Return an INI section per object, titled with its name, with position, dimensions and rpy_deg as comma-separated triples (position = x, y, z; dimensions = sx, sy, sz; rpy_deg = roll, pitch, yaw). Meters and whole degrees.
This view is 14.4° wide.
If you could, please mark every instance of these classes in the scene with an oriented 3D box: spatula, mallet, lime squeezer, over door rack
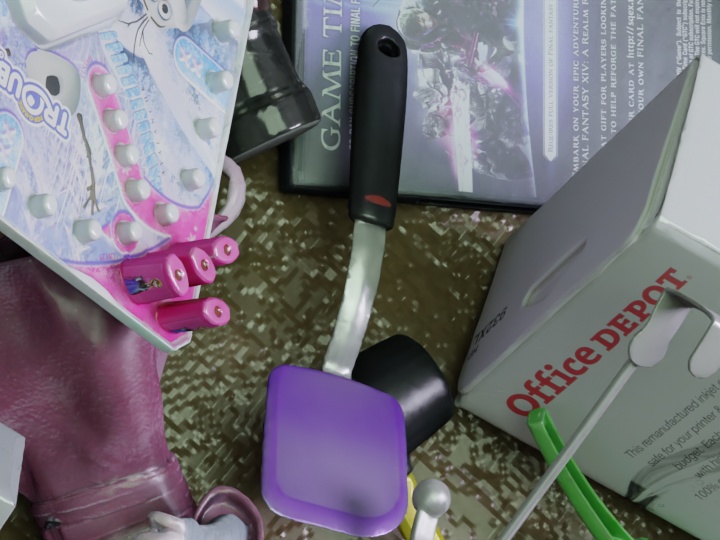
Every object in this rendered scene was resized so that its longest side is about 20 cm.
[spatula]
position = 0.000, 0.000, 1.014
dimensions = 0.056, 0.021, 0.201
rpy_deg = 17, 65, -20
[mallet]
position = 0.028, 0.126, 1.034
dimensions = 0.066, 0.041, 0.201
rpy_deg = -22, 93, -22
[lime squeezer]
position = 0.129, 0.120, 1.049
dimensions = 0.199, 0.071, 0.038
rpy_deg = 30, 59, -11
[over door rack]
position = 0.096, 0.101, 0.969
dimensions = 0.147, 0.067, 0.200
rpy_deg = 29, 113, -31

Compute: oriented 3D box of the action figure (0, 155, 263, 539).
[action figure]
position = -0.091, 0.077, 0.986
dimensions = 0.149, 0.133, 0.201
rpy_deg = -40, 114, -62

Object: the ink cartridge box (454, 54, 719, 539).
[ink cartridge box]
position = 0.157, 0.033, 1.026
dimensions = 0.199, 0.145, 0.084
rpy_deg = 29, 52, -12

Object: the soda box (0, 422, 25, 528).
[soda box]
position = -0.185, 0.126, 0.900
dimensions = 0.068, 0.064, 0.201
rpy_deg = 31, 102, -12

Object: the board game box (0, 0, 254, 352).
[board game box]
position = -0.091, -0.106, 0.898
dimensions = 0.200, 0.026, 0.201
rpy_deg = 41, 49, -44

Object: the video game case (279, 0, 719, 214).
[video game case]
position = 0.067, -0.093, 1.090
dimensions = 0.199, 0.019, 0.144
rpy_deg = 4, 80, -17

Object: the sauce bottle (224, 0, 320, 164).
[sauce bottle]
position = -0.073, -0.136, 1.026
dimensions = 0.066, 0.066, 0.201
rpy_deg = -23, 91, -21
